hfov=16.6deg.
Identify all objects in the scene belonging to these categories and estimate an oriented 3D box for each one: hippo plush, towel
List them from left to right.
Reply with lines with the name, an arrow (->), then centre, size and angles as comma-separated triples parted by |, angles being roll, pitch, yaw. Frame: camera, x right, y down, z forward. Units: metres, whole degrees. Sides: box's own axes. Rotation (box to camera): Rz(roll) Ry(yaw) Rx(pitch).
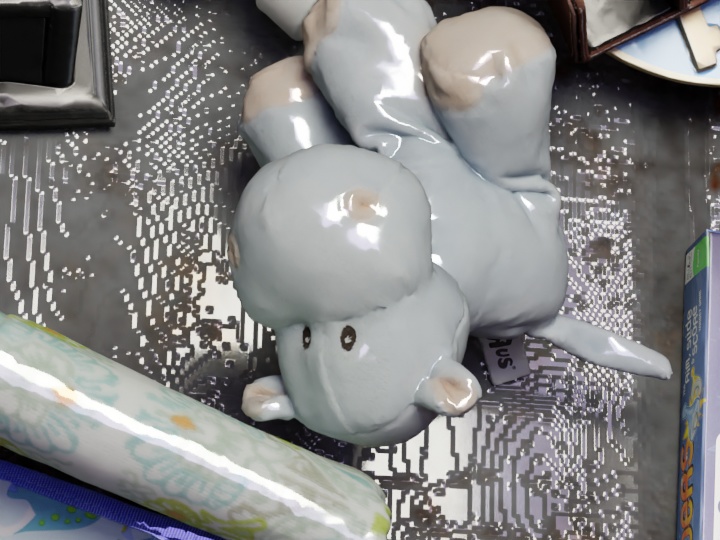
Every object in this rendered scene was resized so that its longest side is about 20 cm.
towel -> -0.078, 0.065, 0.951 | 0.171, 0.200, 0.048 | 22, 85, -5
hippo plush -> 0.000, 0.000, 0.986 | 0.161, 0.159, 0.201 | -47, 125, -46

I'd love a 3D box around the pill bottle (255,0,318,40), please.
pill bottle -> -0.069, -0.198, 1.069 | 0.200, 0.113, 0.113 | 44, 72, 5

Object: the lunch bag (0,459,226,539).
lunch bag -> -0.116, 0.174, 0.949 | 0.199, 0.127, 0.171 | 23, 73, -12

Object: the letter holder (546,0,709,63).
letter holder -> 0.086, -0.203, 0.998 | 0.100, 0.142, 0.201 | -26, 83, 5

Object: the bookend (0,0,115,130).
bookend -> -0.193, -0.131, 0.984 | 0.199, 0.199, 0.093 | -2, 73, -11

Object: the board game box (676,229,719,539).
board game box -> 0.207, 0.089, 1.074 | 0.135, 0.034, 0.201 | 7, 73, -8

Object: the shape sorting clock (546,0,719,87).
shape sorting clock -> 0.159, -0.180, 1.080 | 0.199, 0.039, 0.201 | 0, 88, -3
